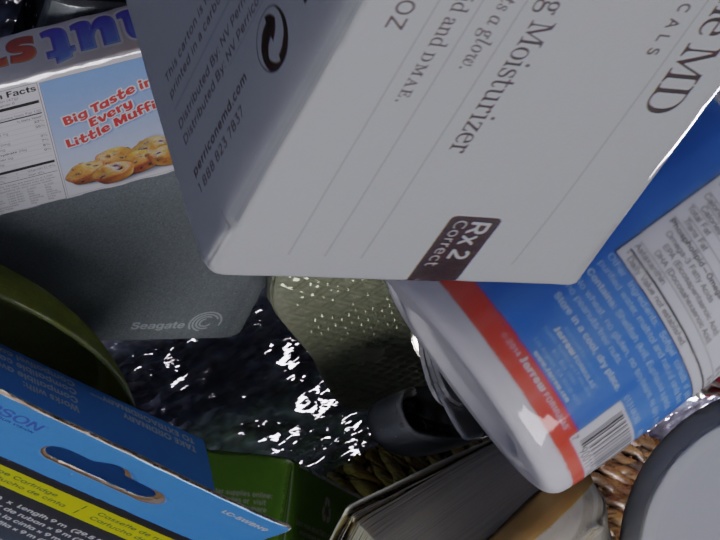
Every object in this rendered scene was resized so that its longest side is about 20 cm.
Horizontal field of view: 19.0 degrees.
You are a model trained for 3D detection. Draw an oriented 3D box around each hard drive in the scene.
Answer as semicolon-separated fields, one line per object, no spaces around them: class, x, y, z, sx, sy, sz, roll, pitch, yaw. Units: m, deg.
hard drive;-0.083;-0.043;0.846;0.139;0.033;0.200;-1;143;-27

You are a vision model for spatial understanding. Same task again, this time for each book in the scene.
book;0.021;0.159;0.958;0.133;0.048;0.200;-24;150;-42

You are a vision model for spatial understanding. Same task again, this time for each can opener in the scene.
can opener;0.066;0.044;0.973;0.067;0.054;0.200;-25;173;27

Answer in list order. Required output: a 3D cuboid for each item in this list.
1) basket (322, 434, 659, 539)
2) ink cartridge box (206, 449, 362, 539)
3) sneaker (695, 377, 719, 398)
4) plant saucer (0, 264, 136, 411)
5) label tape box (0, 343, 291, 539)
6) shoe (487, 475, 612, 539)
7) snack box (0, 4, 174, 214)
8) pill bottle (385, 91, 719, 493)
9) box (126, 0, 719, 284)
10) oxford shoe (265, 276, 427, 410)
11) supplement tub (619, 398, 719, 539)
basket;0.088;0.160;1.127;0.149;0.143;0.200;-34;144;20
ink cartridge box;-0.071;0.135;1.021;0.147;0.076;0.200;4;168;20
sneaker;0.200;0.033;1.052;0.200;0.087;0.074;-27;145;12
plant saucer;-0.186;0.039;0.867;0.199;0.031;0.200;4;146;3
label tape box;-0.138;0.076;0.828;0.144;0.064;0.200;29;141;-31
shoe;0.085;0.130;0.896;0.070;0.053;0.200;-46;163;-8
snack box;-0.079;-0.063;0.766;0.199;0.024;0.072;-15;145;-7
pill bottle;0.117;-0.017;0.805;0.200;0.112;0.112;-37;147;-6
box;0.023;-0.132;0.619;0.130;0.201;0.199;2;141;-28
oxford shoe;0.000;0.000;0.918;0.075;0.058;0.200;-5;155;5
supplement tub;0.189;0.125;0.944;0.144;0.145;0.200;-25;171;8
